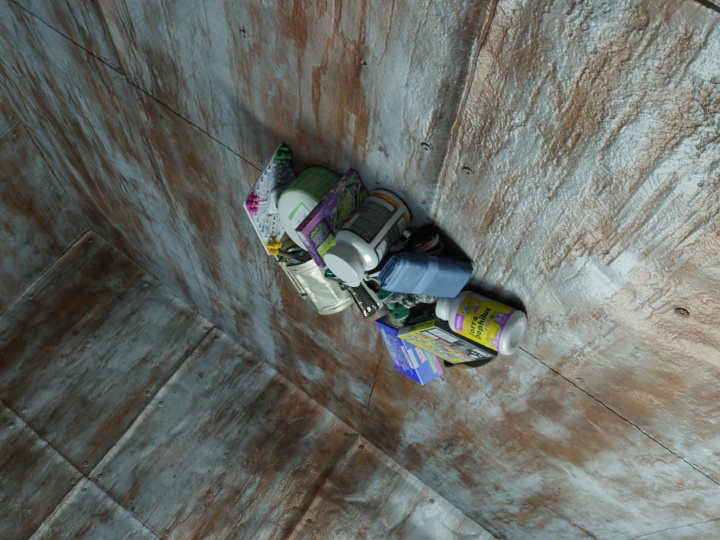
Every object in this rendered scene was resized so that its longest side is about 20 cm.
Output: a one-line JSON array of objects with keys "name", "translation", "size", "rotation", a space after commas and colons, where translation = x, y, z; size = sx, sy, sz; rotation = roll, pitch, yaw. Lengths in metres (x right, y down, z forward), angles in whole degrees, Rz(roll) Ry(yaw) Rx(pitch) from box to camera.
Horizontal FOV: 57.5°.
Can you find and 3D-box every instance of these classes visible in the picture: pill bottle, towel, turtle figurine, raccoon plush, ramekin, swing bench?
[{"name": "pill bottle", "translation": [0.275, 0.111, 1.519], "size": [0.199, 0.104, 0.105], "rotation": [23, 152, 34]}, {"name": "towel", "translation": [0.144, 0.007, 1.452], "size": [0.198, 0.049, 0.112], "rotation": [8, 139, -25]}, {"name": "turtle figurine", "translation": [0.112, 0.100, 1.701], "size": [0.149, 0.101, 0.200], "rotation": [32, -178, 23]}, {"name": "pill bottle", "translation": [0.014, -0.074, 1.455], "size": [0.116, 0.200, 0.117], "rotation": [33, 156, 17]}, {"name": "raccoon plush", "translation": [0.162, 0.075, 1.586], "size": [0.200, 0.134, 0.097], "rotation": [47, 155, -18]}, {"name": "ramekin", "translation": [-0.105, -0.138, 1.583], "size": [0.199, 0.098, 0.201], "rotation": [25, 136, 26]}, {"name": "swing bench", "translation": [-0.133, 0.007, 1.861], "size": [0.200, 0.129, 0.200], "rotation": [39, 164, 53]}]

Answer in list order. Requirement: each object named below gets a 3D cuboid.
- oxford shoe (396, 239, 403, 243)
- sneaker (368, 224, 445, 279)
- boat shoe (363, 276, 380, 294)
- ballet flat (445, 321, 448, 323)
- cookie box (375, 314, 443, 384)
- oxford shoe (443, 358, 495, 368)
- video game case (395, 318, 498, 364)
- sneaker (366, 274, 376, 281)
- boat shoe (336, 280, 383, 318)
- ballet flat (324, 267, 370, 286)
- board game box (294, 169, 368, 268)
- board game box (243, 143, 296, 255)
[{"name": "oxford shoe", "translation": [0.019, -0.047, 1.564], "size": [0.058, 0.198, 0.076], "rotation": [-106, 21, -51]}, {"name": "sneaker", "translation": [0.107, -0.021, 1.495], "size": [0.199, 0.081, 0.086], "rotation": [-23, 131, 32]}, {"name": "boat shoe", "translation": [0.019, 0.041, 1.823], "size": [0.075, 0.075, 0.202], "rotation": [41, 157, -5]}, {"name": "ballet flat", "translation": [0.222, 0.193, 1.803], "size": [0.074, 0.074, 0.200], "rotation": [38, 157, 2]}, {"name": "cookie box", "translation": [0.133, 0.213, 1.850], "size": [0.172, 0.075, 0.200], "rotation": [66, 166, -12]}, {"name": "oxford shoe", "translation": [0.308, 0.232, 1.772], "size": [0.071, 0.072, 0.200], "rotation": [15, 164, -24]}, {"name": "video game case", "translation": [0.218, 0.184, 1.673], "size": [0.199, 0.026, 0.180], "rotation": [27, 155, -21]}, {"name": "sneaker", "translation": [-0.003, -0.043, 1.730], "size": [0.201, 0.076, 0.115], "rotation": [47, 166, 3]}, {"name": "boat shoe", "translation": [-0.024, 0.037, 1.723], "size": [0.202, 0.061, 0.072], "rotation": [50, 170, -6]}, {"name": "ballet flat", "translation": [0.000, 0.000, 1.615], "size": [0.073, 0.199, 0.074], "rotation": [35, 138, 39]}, {"name": "board game box", "translation": [-0.054, -0.117, 1.481], "size": [0.032, 0.200, 0.120], "rotation": [21, 151, 38]}, {"name": "board game box", "translation": [-0.202, -0.171, 1.617], "size": [0.026, 0.201, 0.201], "rotation": [13, 148, 22]}]
